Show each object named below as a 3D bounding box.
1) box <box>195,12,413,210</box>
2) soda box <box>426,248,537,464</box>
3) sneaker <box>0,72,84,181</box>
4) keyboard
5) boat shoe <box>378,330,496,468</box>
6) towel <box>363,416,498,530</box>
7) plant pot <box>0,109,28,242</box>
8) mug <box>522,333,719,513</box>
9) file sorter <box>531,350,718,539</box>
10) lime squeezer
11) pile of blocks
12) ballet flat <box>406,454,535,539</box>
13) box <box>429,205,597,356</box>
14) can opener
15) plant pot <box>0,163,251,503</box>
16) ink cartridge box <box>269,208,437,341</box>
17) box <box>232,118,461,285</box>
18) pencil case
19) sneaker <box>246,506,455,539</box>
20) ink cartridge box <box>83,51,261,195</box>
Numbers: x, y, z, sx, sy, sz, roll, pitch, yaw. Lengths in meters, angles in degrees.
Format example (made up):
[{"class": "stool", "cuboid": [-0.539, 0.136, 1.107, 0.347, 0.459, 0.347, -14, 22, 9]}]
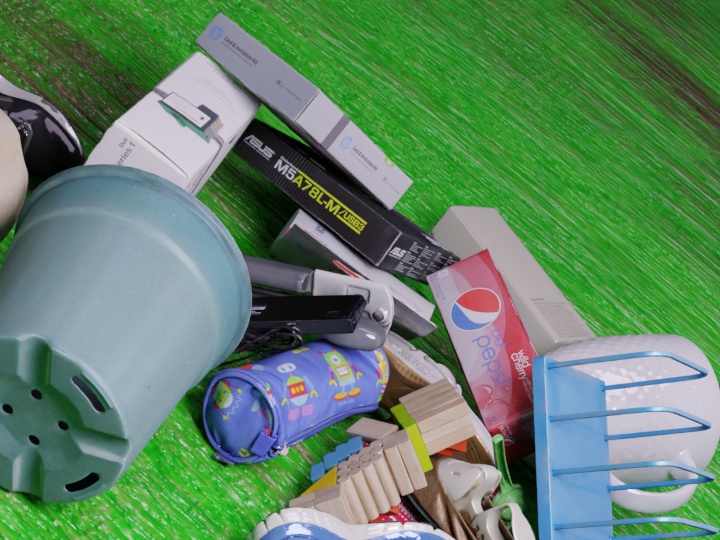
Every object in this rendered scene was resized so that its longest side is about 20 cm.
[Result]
[{"class": "box", "cuboid": [-0.051, -0.148, 1.731, 0.156, 0.041, 0.200, 41, -1, 36]}, {"class": "soda box", "cuboid": [0.126, 0.078, 1.701, 0.063, 0.070, 0.200, 60, 6, -47]}, {"class": "sneaker", "cuboid": [-0.338, -0.130, 1.615, 0.200, 0.076, 0.088, 38, 43, 9]}, {"class": "keyboard", "cuboid": [-0.099, 0.053, 1.540, 0.199, 0.040, 0.104, -2, 16, 13]}, {"class": "boat shoe", "cuboid": [0.062, 0.113, 1.643, 0.200, 0.071, 0.069, 46, 34, 23]}, {"class": "towel", "cuboid": [0.054, 0.197, 1.607, 0.145, 0.023, 0.200, 41, 28, 9]}, {"class": "plant pot", "cuboid": [-0.358, -0.075, 1.392, 0.201, 0.201, 0.183, 49, 18, 21]}, {"class": "mug", "cuboid": [0.244, 0.153, 1.751, 0.175, 0.148, 0.200, 0, 40, -30]}, {"class": "file sorter", "cuboid": [0.233, 0.178, 1.582, 0.139, 0.122, 0.201, 23, 63, -57]}, {"class": "lime squeezer", "cuboid": [0.138, 0.223, 1.596, 0.071, 0.038, 0.201, -101, 169, -73]}, {"class": "pile of blocks", "cuboid": [0.017, 0.169, 1.530, 0.200, 0.082, 0.062, -34, 115, -28]}, {"class": "ballet flat", "cuboid": [0.102, 0.211, 1.540, 0.068, 0.072, 0.200, 6, 41, -43]}, {"class": "box", "cuboid": [0.154, 0.024, 1.928, 0.082, 0.068, 0.200, 2, 43, -48]}, {"class": "can opener", "cuboid": [-0.064, 0.021, 1.607, 0.199, 0.053, 0.066, 14, 16, 22]}, {"class": "plant pot", "cuboid": [-0.204, 0.056, 1.361, 0.200, 0.200, 0.196, 34, 36, -6]}, {"class": "ink cartridge box", "cuboid": [0.000, 0.000, 1.699, 0.160, 0.047, 0.200, 36, -11, -4]}, {"class": "box", "cuboid": [-0.010, -0.062, 1.802, 0.193, 0.048, 0.200, 36, 5, 21]}, {"class": "pencil case", "cuboid": [-0.052, 0.106, 1.559, 0.087, 0.078, 0.200, 51, 30, 13]}, {"class": "sneaker", "cuboid": [0.004, 0.247, 1.436, 0.199, 0.079, 0.089, 10, 48, -30]}, {"class": "ink cartridge box", "cuboid": [-0.185, -0.091, 1.632, 0.084, 0.146, 0.200, 38, 29, -3]}]
